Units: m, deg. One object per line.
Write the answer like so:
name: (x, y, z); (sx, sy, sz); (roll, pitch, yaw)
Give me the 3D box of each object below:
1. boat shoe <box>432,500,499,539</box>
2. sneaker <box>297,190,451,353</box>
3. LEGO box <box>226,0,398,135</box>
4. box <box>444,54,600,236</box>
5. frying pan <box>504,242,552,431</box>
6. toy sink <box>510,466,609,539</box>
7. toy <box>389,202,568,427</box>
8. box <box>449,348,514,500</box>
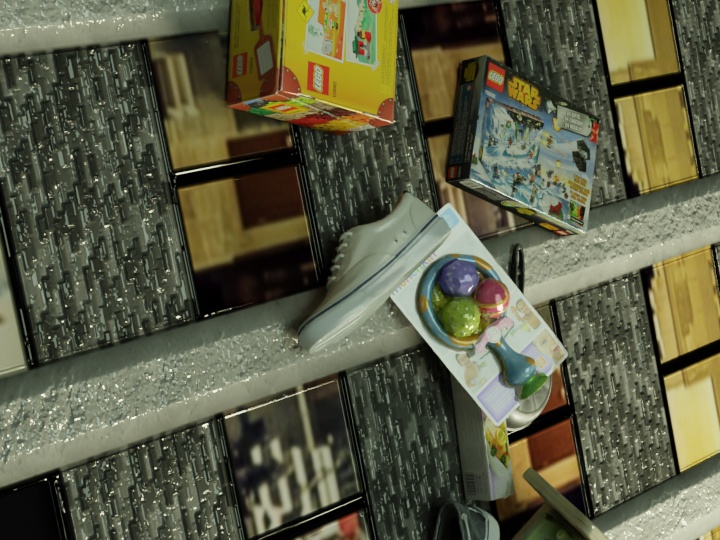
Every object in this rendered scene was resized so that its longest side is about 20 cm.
boat shoe: (0.090, 0.326, 1.514); (0.068, 0.071, 0.202); (28, 64, -41)
sneaker: (0.000, 0.000, 1.475); (0.071, 0.073, 0.200); (43, 58, 7)
LEGO box: (-0.042, -0.241, 1.443); (0.148, 0.077, 0.202); (11, 78, -43)
box: (0.178, -0.131, 1.671); (0.199, 0.040, 0.138); (22, 72, -41)
frying pan: (0.180, 0.080, 1.661); (0.115, 0.031, 0.191); (38, 63, -36)
toy sink: (0.215, 0.319, 1.576); (0.112, 0.130, 0.200); (-46, 122, -4)
toy: (0.118, 0.041, 1.536); (0.115, 0.047, 0.201); (-41, 99, -22)
box: (0.121, 0.134, 1.587); (0.038, 0.041, 0.202); (-8, 90, -44)
